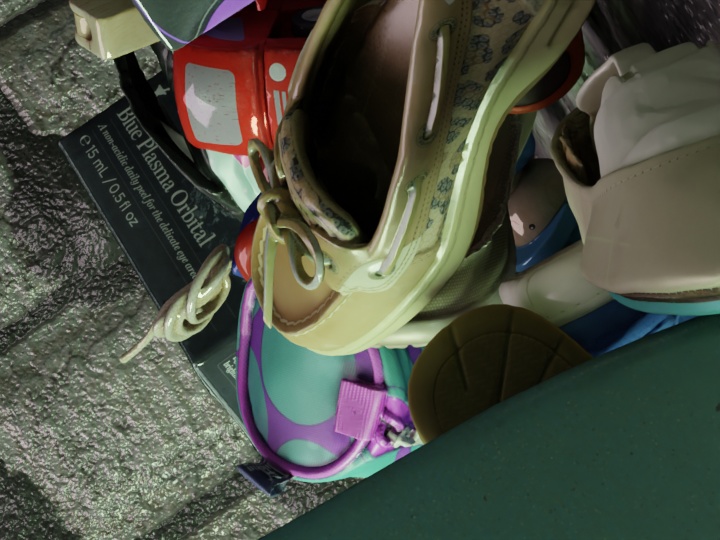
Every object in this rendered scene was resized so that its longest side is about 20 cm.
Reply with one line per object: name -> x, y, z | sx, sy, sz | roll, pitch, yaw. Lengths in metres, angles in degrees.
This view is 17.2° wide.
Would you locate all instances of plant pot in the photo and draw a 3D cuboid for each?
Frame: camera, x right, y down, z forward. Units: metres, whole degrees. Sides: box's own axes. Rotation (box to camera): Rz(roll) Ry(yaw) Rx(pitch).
plant pot -> 0.075, 0.094, 0.595 | 0.141, 0.200, 0.141 | 56, 179, 14

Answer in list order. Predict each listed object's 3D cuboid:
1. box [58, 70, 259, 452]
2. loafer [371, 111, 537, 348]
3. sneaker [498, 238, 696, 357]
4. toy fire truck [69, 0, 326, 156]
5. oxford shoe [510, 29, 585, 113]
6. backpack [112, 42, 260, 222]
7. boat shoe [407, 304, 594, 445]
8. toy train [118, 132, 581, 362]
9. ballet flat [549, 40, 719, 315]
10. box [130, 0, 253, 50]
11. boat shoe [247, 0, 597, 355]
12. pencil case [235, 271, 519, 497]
box -> -0.038, -0.040, 1.390 | 0.197, 0.200, 0.117 | 55, 179, 35
loafer -> 0.020, -0.045, 0.832 | 0.200, 0.075, 0.068 | -76, -21, -56
sneaker -> 0.105, 0.040, 0.800 | 0.111, 0.077, 0.200 | 62, -177, 8
toy fire truck -> -0.061, -0.107, 0.938 | 0.200, 0.141, 0.049 | -73, -20, -58
oxford shoe -> 0.010, -0.140, 0.763 | 0.200, 0.071, 0.073 | 52, -150, -16
backpack -> -0.051, -0.121, 1.276 | 0.167, 0.126, 0.200 | 20, -134, -59
boat shoe -> 0.094, 0.092, 0.702 | 0.201, 0.072, 0.066 | 47, -176, 23
toy train -> 0.000, 0.000, 1.001 | 0.116, 0.200, 0.085 | 34, -151, -14
ballet flat -> 0.081, -0.027, 0.612 | 0.070, 0.069, 0.200 | 57, 179, -3
box -> -0.078, -0.200, 0.832 | 0.200, 0.122, 0.106 | 58, 178, -35
boat shoe -> 0.002, -0.046, 0.692 | 0.073, 0.063, 0.200 | 55, 140, 27
pencil case -> 0.046, 0.042, 0.913 | 0.200, 0.085, 0.092 | 4, -147, -43
